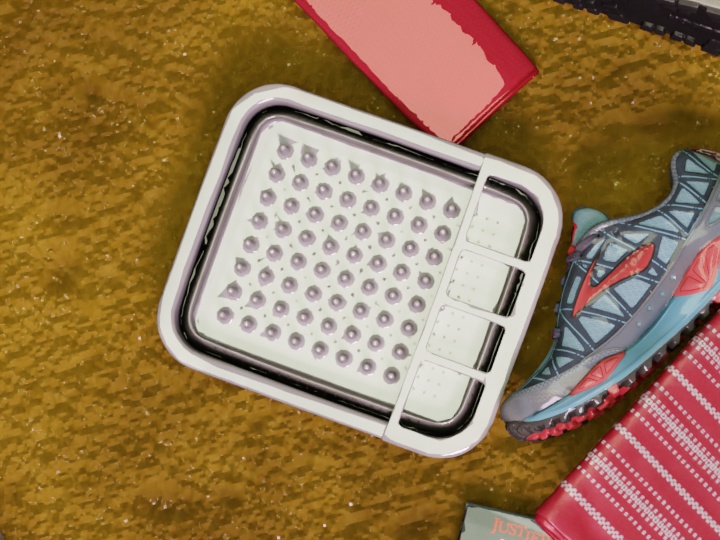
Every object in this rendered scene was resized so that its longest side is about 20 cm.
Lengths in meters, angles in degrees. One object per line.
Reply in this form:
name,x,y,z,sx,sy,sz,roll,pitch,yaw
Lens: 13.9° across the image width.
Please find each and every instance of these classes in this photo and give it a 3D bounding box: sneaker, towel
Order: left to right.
sneaker,0.142,0.012,1.657,0.200,0.079,0.096,-42,81,-10
sneaker,0.163,-0.189,1.674,0.200,0.076,0.088,22,73,0
towel,0.205,0.112,1.637,0.200,0.022,0.145,-47,106,-7

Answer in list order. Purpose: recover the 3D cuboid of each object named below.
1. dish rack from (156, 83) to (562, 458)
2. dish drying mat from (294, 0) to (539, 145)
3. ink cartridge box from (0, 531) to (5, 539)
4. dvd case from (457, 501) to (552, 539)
dish rack,0.000,0.000,1.674,0.200,0.044,0.172,20,88,3
dish drying mat,0.008,-0.161,1.696,0.077,0.018,0.200,-43,85,-1
ink cartridge box,-0.275,0.230,1.650,0.200,0.084,0.146,-29,85,1
dvd case,0.107,0.244,1.665,0.146,0.022,0.200,12,88,3
